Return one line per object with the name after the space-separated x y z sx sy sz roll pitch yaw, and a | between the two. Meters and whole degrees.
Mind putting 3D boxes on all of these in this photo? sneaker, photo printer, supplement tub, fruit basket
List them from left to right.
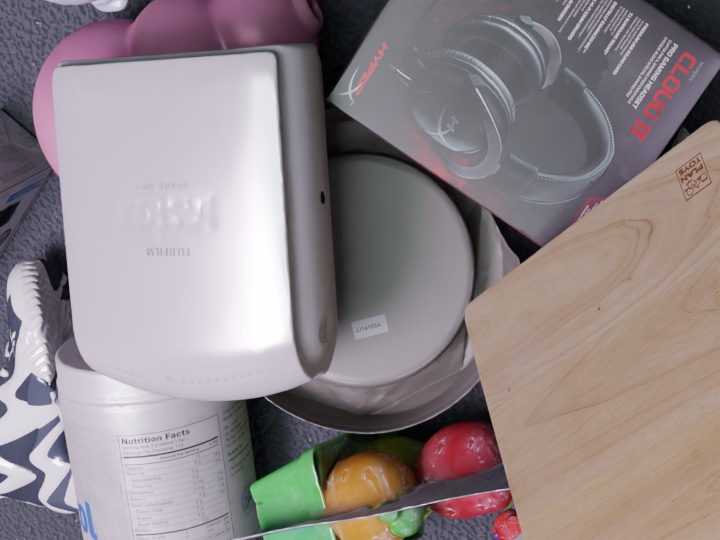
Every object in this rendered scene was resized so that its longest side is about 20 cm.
-0.270 0.091 1.057 0.128 0.080 0.201 -4 116 13 | sneaker
-0.139 0.143 0.997 0.130 0.132 0.202 -1 107 21 | supplement tub
-0.095 -0.025 0.813 0.165 0.069 0.203 1 99 25 | photo printer
0.040 0.143 0.899 0.198 0.185 0.095 -10 91 24 | fruit basket

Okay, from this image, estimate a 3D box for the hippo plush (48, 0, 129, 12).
-0.148 -0.236 0.870 0.158 0.202 0.161 13 137 -16 | hippo plush

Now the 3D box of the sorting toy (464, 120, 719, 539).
0.164 0.064 0.733 0.200 0.069 0.201 -39 52 39 | sorting toy

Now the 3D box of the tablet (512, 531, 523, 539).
0.129 0.198 0.874 0.014 0.199 0.131 16 130 46 | tablet

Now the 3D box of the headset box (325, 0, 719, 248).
0.102 -0.108 0.820 0.199 0.077 0.150 34 102 -2 | headset box

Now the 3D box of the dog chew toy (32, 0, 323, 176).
-0.113 -0.124 0.910 0.198 0.125 0.125 -26 97 18 | dog chew toy

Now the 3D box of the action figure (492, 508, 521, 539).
0.107 0.214 0.935 0.201 0.051 0.066 96 151 -44 | action figure

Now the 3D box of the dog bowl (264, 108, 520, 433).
0.000 0.000 0.892 0.197 0.059 0.203 0 90 -4 | dog bowl

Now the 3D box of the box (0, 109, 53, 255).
-0.312 -0.012 1.022 0.060 0.117 0.201 39 115 2 | box
